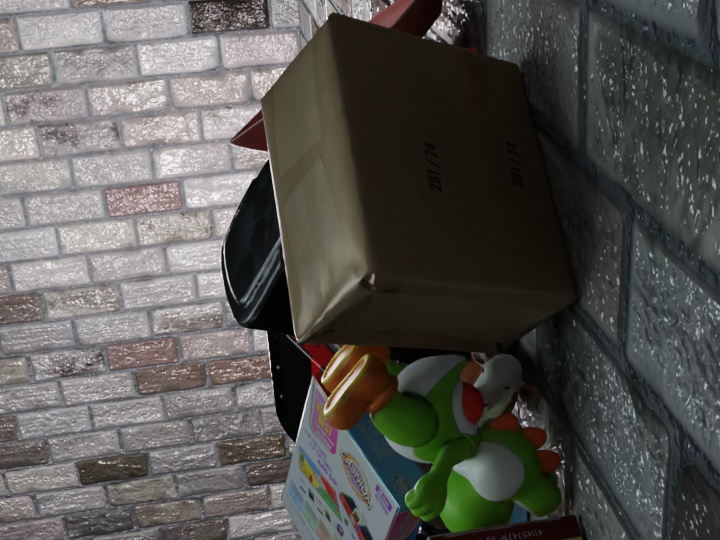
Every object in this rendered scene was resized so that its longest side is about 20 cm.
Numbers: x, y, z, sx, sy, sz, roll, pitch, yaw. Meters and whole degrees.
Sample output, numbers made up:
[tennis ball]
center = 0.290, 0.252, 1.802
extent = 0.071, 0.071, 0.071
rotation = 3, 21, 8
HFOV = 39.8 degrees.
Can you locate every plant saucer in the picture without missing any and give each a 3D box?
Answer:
[plant saucer]
center = -0.010, -0.190, 0.928
extent = 0.037, 0.198, 0.201
rotation = 52, -149, -14

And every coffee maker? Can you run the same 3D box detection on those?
[coffee maker]
center = -0.009, 0.015, 0.813
extent = 0.134, 0.197, 0.195
rotation = 30, 103, 61

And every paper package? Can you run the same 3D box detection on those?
[paper package]
center = 0.039, -0.052, 0.695
extent = 0.103, 0.188, 0.203
rotation = -38, 54, 46

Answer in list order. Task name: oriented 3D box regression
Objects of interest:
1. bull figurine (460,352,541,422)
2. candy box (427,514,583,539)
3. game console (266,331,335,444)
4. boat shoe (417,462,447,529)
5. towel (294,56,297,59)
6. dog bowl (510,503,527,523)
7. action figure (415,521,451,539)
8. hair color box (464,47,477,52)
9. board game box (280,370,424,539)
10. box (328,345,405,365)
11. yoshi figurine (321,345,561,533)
[bull figurine]
center = 0.094, 0.107, 0.864
extent = 0.123, 0.065, 0.200
rotation = -58, 7, 10
[candy box]
center = 0.104, 0.263, 0.783
extent = 0.201, 0.113, 0.056
rotation = 93, 169, -54
[game console]
center = -0.035, 0.148, 1.038
extent = 0.176, 0.031, 0.202
rotation = 40, 148, 34
[boat shoe]
center = 0.079, 0.229, 1.080
extent = 0.201, 0.064, 0.072
rotation = 57, -166, -20
[towel]
center = -0.010, -0.130, 1.078
extent = 0.086, 0.162, 0.204
rotation = 114, 161, -66
[dog bowl]
center = 0.109, 0.192, 0.959
extent = 0.200, 0.049, 0.114
rotation = -126, 30, -76
[action figure]
center = 0.097, 0.302, 0.978
extent = 0.120, 0.100, 0.202
rotation = -102, -7, -56
[hair color box]
center = 0.072, -0.111, 0.934
extent = 0.200, 0.063, 0.113
rotation = 103, 159, -75
[board game box]
center = -0.010, 0.212, 0.931
extent = 0.154, 0.040, 0.202
rotation = 53, 144, 33
[box]
center = 0.000, 0.000, 0.957
extent = 0.201, 0.128, 0.109
rotation = 53, 166, -27
[yoshi figurine]
center = 0.055, 0.139, 0.741
extent = 0.112, 0.199, 0.114
rotation = -33, 27, 59
